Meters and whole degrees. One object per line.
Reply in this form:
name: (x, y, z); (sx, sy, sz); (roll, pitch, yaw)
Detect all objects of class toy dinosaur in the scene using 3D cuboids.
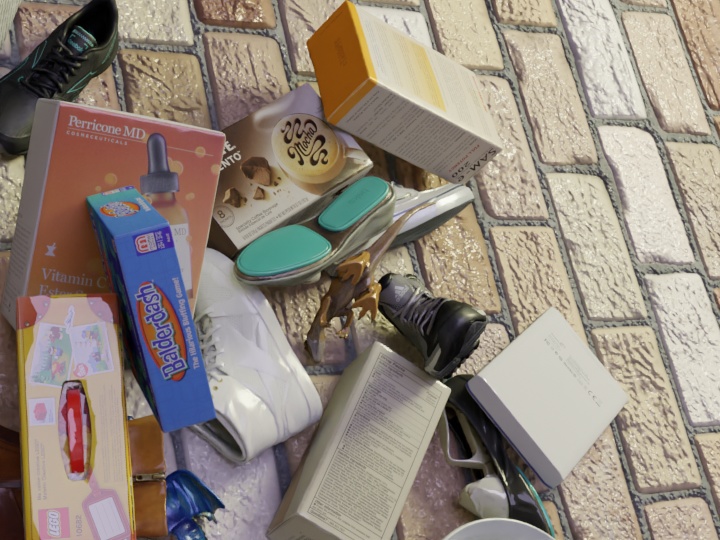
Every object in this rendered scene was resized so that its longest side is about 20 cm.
toy dinosaur: (0.000, 0.000, 1.294); (0.060, 0.106, 0.200); (39, 93, -11)

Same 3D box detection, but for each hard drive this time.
hard drive: (0.197, 0.126, 1.382); (0.132, 0.025, 0.200); (51, 35, 4)

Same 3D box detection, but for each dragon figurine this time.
dragon figurine: (-0.155, 0.211, 1.162); (0.200, 0.059, 0.099); (36, 62, 3)

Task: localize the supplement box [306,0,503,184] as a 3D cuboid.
supplement box: (0.047, -0.185, 1.426); (0.200, 0.074, 0.126); (23, 39, -37)

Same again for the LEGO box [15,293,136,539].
LEGO box: (-0.219, 0.134, 1.016); (0.077, 0.149, 0.201); (-2, 74, -15)

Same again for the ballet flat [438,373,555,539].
ballet flat: (0.121, 0.197, 1.324); (0.068, 0.068, 0.200); (-12, 61, -22)

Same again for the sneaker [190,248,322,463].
sneaker: (-0.131, 0.080, 1.241); (0.115, 0.074, 0.200); (-29, 82, -39)

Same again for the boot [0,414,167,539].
boot: (-0.262, 0.138, 1.104); (0.199, 0.069, 0.189); (-8, 68, -9)

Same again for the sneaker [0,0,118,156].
sneaker: (-0.298, -0.195, 1.295); (0.075, 0.079, 0.200); (35, 55, -8)

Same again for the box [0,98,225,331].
box: (-0.220, -0.040, 1.181); (0.152, 0.106, 0.201); (8, 95, -23)

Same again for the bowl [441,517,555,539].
bowl: (0.119, 0.335, 1.228); (0.201, 0.090, 0.202); (12, 61, -22)

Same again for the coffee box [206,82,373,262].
coffee box: (-0.101, -0.090, 1.342); (0.200, 0.080, 0.113); (-34, 84, -37)

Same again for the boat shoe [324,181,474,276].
boat shoe: (0.032, -0.063, 1.402); (0.200, 0.074, 0.067); (-25, 78, -35)

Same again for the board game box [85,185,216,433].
board game box: (-0.167, 0.023, 1.046); (0.045, 0.200, 0.153); (-15, 104, -13)

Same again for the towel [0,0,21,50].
towel: (-0.367, -0.261, 1.241); (0.085, 0.166, 0.200); (18, 57, -11)

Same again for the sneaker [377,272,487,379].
sneaker: (0.058, 0.045, 1.305); (0.115, 0.200, 0.075); (43, 82, 10)

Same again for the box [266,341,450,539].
box: (0.001, 0.177, 1.256); (0.095, 0.078, 0.200); (34, 54, -9)

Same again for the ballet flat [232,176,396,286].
ballet flat: (-0.038, -0.021, 1.292); (0.067, 0.064, 0.200); (33, 51, 31)
